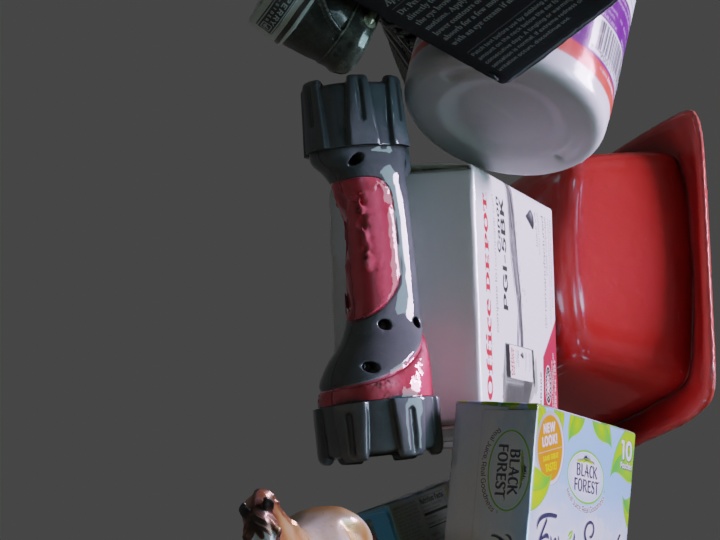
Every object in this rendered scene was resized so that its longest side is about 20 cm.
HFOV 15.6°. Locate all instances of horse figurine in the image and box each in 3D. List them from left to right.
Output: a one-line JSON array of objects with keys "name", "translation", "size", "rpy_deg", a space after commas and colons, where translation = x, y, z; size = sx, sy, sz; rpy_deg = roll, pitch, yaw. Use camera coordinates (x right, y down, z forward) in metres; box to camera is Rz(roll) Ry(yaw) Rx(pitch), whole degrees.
[{"name": "horse figurine", "translation": [-0.019, 0.162, 1.272], "size": [0.200, 0.050, 0.133], "rpy_deg": [-11, 90, -69]}]

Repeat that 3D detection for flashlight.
[{"name": "flashlight", "translation": [0.000, 0.000, 1.373], "size": [0.068, 0.068, 0.201], "rpy_deg": [82, 1, -85]}]

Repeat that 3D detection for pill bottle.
[{"name": "pill bottle", "translation": [0.097, -0.162, 1.441], "size": [0.112, 0.111, 0.200], "rpy_deg": [64, 34, -51]}]

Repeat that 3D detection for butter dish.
[{"name": "butter dish", "translation": [0.123, 0.010, 1.656], "size": [0.199, 0.147, 0.201], "rpy_deg": [144, -51, -61]}]

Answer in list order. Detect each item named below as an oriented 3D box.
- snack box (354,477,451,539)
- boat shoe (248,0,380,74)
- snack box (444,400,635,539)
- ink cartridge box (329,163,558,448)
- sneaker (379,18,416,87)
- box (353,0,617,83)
[{"name": "snack box", "translation": [0.063, 0.173, 1.471], "size": [0.200, 0.037, 0.117], "rpy_deg": [-10, 81, -63]}, {"name": "boat shoe", "translation": [0.000, -0.168, 1.367], "size": [0.064, 0.071, 0.200], "rpy_deg": [34, 42, -9]}, {"name": "snack box", "translation": [0.092, 0.176, 1.391], "size": [0.142, 0.053, 0.201], "rpy_deg": [21, 72, -63]}, {"name": "ink cartridge box", "translation": [0.052, 0.025, 1.496], "size": [0.200, 0.083, 0.147], "rpy_deg": [18, 70, -73]}, {"name": "sneaker", "translation": [0.030, -0.153, 1.512], "size": [0.200, 0.078, 0.085], "rpy_deg": [67, 30, -26]}, {"name": "box", "translation": [0.031, -0.211, 1.289], "size": [0.200, 0.104, 0.148], "rpy_deg": [27, 51, -24]}]
